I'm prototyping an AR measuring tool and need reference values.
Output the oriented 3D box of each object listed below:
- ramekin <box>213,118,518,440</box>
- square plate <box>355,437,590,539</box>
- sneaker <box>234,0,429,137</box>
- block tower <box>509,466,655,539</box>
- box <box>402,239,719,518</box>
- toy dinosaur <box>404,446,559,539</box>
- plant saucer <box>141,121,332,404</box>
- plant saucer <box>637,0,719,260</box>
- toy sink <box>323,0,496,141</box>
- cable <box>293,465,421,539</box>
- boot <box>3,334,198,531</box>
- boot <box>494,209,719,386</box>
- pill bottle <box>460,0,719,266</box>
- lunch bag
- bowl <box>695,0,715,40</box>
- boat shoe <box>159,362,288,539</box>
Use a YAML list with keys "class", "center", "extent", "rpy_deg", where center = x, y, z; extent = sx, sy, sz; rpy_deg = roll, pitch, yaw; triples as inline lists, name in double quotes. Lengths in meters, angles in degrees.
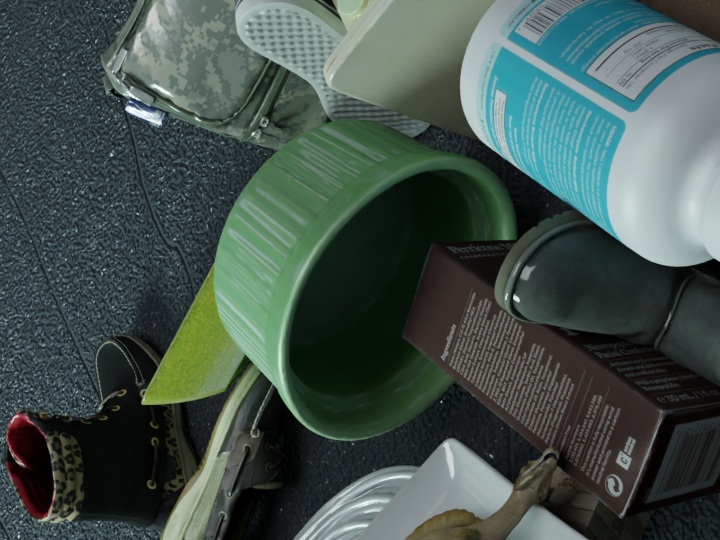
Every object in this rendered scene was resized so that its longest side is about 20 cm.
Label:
- class: "ramekin"
  center: [0.000, 0.000, 0.853]
  extent: [0.097, 0.199, 0.202]
  rpy_deg: [36, 108, 40]
- class: "square plate"
  center: [0.043, 0.210, 0.727]
  extent: [0.198, 0.028, 0.200]
  rpy_deg: [-48, 33, -8]
- class: "sneaker"
  center: [-0.013, -0.164, 0.909]
  extent: [0.078, 0.200, 0.080]
  rpy_deg: [-21, 58, 25]
- class: "block tower"
  center: [0.101, 0.200, 0.753]
  extent: [0.057, 0.054, 0.201]
  rpy_deg: [1, 51, 47]
- class: "box"
  center: [0.128, 0.056, 0.782]
  extent: [0.200, 0.099, 0.076]
  rpy_deg: [36, 119, 42]
- class: "toy dinosaur"
  center: [0.031, 0.170, 0.726]
  extent: [0.198, 0.059, 0.101]
  rpy_deg: [-25, 21, 12]
- class: "plant saucer"
  center: [-0.069, 0.000, 0.970]
  extent: [0.048, 0.200, 0.201]
  rpy_deg: [31, 110, 3]
- class: "plant saucer"
  center: [0.200, -0.100, 0.726]
  extent: [0.201, 0.034, 0.201]
  rpy_deg: [52, 156, 33]
- class: "toy sink"
  center: [0.066, -0.173, 0.818]
  extent: [0.130, 0.199, 0.113]
  rpy_deg: [-47, 52, 30]
- class: "cable"
  center: [0.008, 0.227, 0.851]
  extent: [0.201, 0.069, 0.200]
  rpy_deg: [-51, 28, -5]
- class: "boot"
  center: [-0.225, 0.133, 1.097]
  extent: [0.073, 0.150, 0.201]
  rpy_deg: [-44, 55, 31]
- class: "boot"
  center: [0.190, 0.044, 0.678]
  extent: [0.200, 0.180, 0.073]
  rpy_deg: [47, 127, 44]
- class: "pill bottle"
  center: [0.147, -0.075, 0.680]
  extent: [0.200, 0.110, 0.112]
  rpy_deg: [44, 114, 46]
- class: "lunch bag"
  center: [-0.090, -0.202, 0.995]
  extent: [0.201, 0.167, 0.140]
  rpy_deg: [-59, 37, 21]
- class: "bowl"
  center: [0.267, -0.168, 0.666]
  extent: [0.201, 0.094, 0.202]
  rpy_deg: [53, 157, 33]
- class: "boat shoe"
  center: [-0.087, 0.152, 1.020]
  extent: [0.064, 0.073, 0.202]
  rpy_deg: [28, 96, 18]
